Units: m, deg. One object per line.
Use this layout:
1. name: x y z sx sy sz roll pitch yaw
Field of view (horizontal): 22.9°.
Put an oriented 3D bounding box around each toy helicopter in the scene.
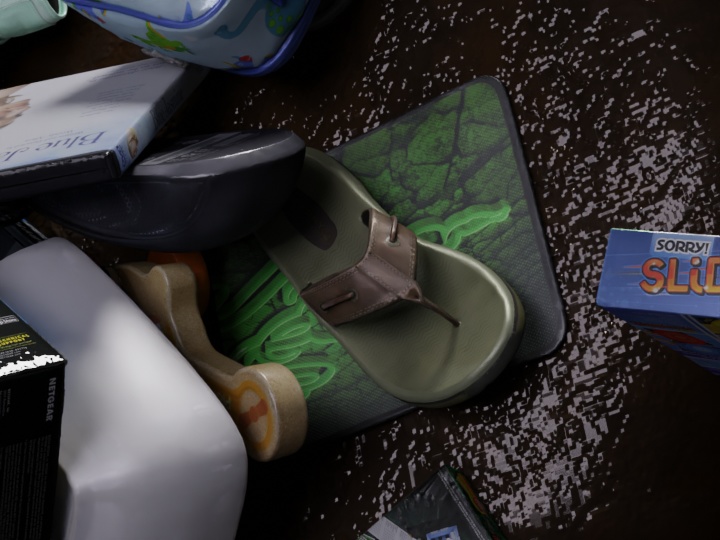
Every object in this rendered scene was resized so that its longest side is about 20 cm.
1. toy helicopter: -0.089 0.063 0.913 0.200 0.079 0.132 18 111 54

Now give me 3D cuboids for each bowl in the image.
1. bowl: -0.156 0.108 0.900 0.200 0.075 0.200 44 132 32

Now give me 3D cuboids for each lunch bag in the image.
1. lunch bag: -0.070 -0.209 0.968 0.161 0.082 0.200 18 83 40

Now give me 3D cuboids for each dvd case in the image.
1. dvd case: -0.170 -0.074 0.952 0.142 0.200 0.018 -9 110 13

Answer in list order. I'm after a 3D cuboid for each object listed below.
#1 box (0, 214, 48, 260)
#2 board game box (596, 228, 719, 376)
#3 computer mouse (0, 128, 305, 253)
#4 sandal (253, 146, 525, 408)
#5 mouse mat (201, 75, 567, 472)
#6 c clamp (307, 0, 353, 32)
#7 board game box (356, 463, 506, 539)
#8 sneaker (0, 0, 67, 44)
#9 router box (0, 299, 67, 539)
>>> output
1. box: -0.262 0.046 1.059 0.159 0.046 0.200 37 96 35
2. board game box: 0.213 0.024 0.708 0.200 0.135 0.035 6 78 33
3. computer mouse: -0.108 -0.039 0.935 0.200 0.138 0.053 1 107 40
4. sandal: -0.001 0.000 0.891 0.201 0.057 0.080 38 94 37
5. mouse mat: 0.005 0.002 0.928 0.200 0.008 0.161 -25 62 25
6. c clamp: -0.050 -0.229 1.028 0.200 0.027 0.171 35 94 36
7. board game box: 0.054 0.199 0.820 0.105 0.023 0.200 -41 56 13
8. sneaker: -0.243 -0.141 1.089 0.118 0.074 0.201 11 78 41
9. router box: -0.206 0.098 0.857 0.149 0.051 0.200 36 126 40
